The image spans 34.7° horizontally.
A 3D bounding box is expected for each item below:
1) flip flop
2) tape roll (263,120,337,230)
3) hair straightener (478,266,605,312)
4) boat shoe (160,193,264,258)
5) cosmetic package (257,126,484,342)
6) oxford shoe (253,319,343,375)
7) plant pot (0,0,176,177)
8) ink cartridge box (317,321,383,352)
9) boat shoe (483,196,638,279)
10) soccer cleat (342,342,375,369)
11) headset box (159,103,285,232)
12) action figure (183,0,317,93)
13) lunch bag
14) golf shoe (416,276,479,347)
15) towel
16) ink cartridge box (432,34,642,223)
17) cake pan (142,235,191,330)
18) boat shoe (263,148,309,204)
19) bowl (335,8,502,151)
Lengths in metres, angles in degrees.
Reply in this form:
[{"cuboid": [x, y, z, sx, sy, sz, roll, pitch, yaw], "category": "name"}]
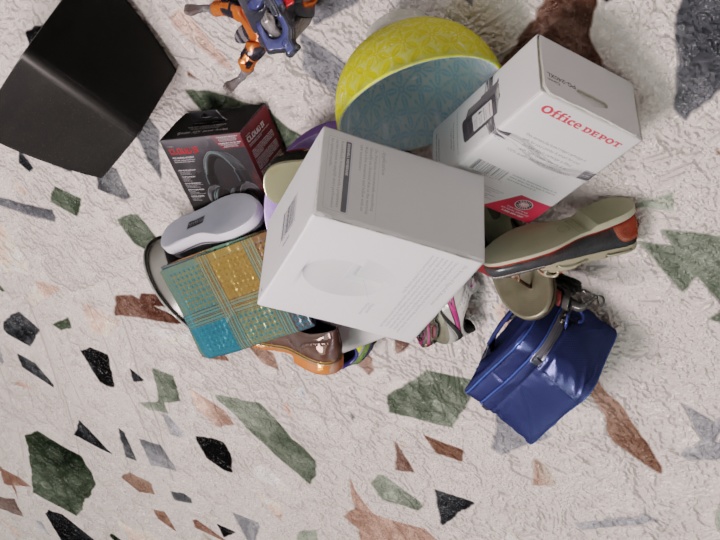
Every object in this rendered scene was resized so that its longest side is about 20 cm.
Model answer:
[{"cuboid": [0.175, -0.033, 1.407, 0.080, 0.057, 0.203, -23, 83, 34], "category": "flip flop"}, {"cuboid": [-0.020, -0.084, 1.459, 0.197, 0.085, 0.203, 1, 106, 4], "category": "tape roll"}, {"cuboid": [0.228, 0.002, 1.451, 0.199, 0.076, 0.041, 24, 123, 38], "category": "hair straightener"}, {"cuboid": [-0.192, -0.048, 1.584, 0.198, 0.071, 0.066, -18, 136, 39], "category": "boat shoe"}, {"cuboid": [0.011, -0.034, 1.299, 0.197, 0.124, 0.200, 16, 145, -16], "category": "cosmetic package"}, {"cuboid": [-0.104, 0.072, 1.591, 0.198, 0.071, 0.074, 20, 125, 26], "category": "oxford shoe"}, {"cuboid": [-0.368, -0.247, 1.550, 0.177, 0.201, 0.199, 36, 139, -16], "category": "plant pot"}, {"cuboid": [0.000, 0.000, 1.569, 0.174, 0.045, 0.202, -22, 116, 15], "category": "ink cartridge box"}, {"cuboid": [0.236, -0.026, 1.357, 0.071, 0.197, 0.063, -124, 17, -56], "category": "boat shoe"}, {"cuboid": [-0.018, 0.059, 1.654, 0.064, 0.084, 0.202, 27, 139, 32], "category": "soccer cleat"}, {"cuboid": [-0.174, -0.137, 1.593, 0.147, 0.078, 0.202, 0, 128, 33], "category": "headset box"}, {"cuboid": [-0.124, -0.336, 1.396, 0.192, 0.104, 0.203, -22, 86, 37], "category": "action figure"}, {"cuboid": [0.229, 0.113, 1.500, 0.132, 0.136, 0.201, 35, 139, 0], "category": "lunch bag"}, {"cuboid": [0.113, 0.004, 1.547, 0.091, 0.073, 0.203, -10, 119, -11], "category": "golf shoe"}, {"cuboid": [-0.165, 0.033, 1.552, 0.198, 0.022, 0.148, -18, 103, 31], "category": "towel"}, {"cuboid": [0.194, -0.152, 1.288, 0.144, 0.084, 0.200, 20, 144, -26], "category": "ink cartridge box"}, {"cuboid": [-0.228, 0.016, 1.694, 0.200, 0.201, 0.037, 44, 115, -8], "category": "cake pan"}, {"cuboid": [-0.015, -0.111, 1.373, 0.198, 0.063, 0.075, 2, 112, 1], "category": "boat shoe"}, {"cuboid": [0.057, -0.231, 1.314, 0.200, 0.198, 0.109, -40, 58, 47], "category": "bowl"}]
